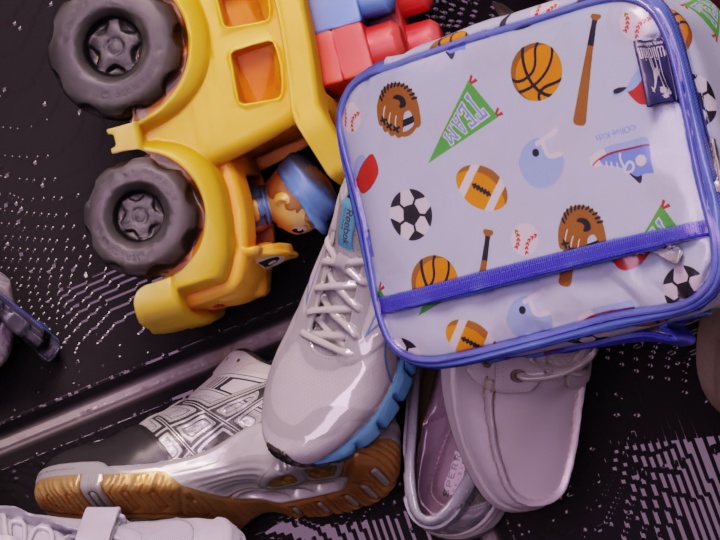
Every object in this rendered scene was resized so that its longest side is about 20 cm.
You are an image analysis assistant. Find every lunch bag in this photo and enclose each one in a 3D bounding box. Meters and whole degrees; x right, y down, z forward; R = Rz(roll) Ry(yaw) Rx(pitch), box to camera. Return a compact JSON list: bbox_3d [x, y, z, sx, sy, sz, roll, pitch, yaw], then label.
[{"bbox_3d":[0.090,-0.037,1.218,0.199,0.075,0.161,-13,85,35],"label":"lunch bag"}]

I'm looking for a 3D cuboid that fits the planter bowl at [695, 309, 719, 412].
[{"bbox_3d":[0.246,0.041,1.276,0.134,0.200,0.201,31,88,43],"label":"planter bowl"}]

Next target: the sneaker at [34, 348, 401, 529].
[{"bbox_3d":[-0.073,0.088,1.404,0.199,0.076,0.088,-9,57,13],"label":"sneaker"}]

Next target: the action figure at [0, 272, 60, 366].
[{"bbox_3d":[-0.259,0.017,1.394,0.200,0.194,0.105,42,99,-12],"label":"action figure"}]

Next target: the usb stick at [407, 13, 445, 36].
[{"bbox_3d":[-0.001,-0.135,1.436,0.055,0.033,0.200,-44,74,5],"label":"usb stick"}]

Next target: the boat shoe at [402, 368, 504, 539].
[{"bbox_3d":[0.061,0.036,1.373,0.074,0.065,0.203,13,83,15],"label":"boat shoe"}]

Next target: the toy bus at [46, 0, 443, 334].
[{"bbox_3d":[-0.048,-0.081,1.381,0.191,0.136,0.201,-11,86,8],"label":"toy bus"}]

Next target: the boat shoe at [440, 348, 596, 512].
[{"bbox_3d":[0.084,0.026,1.304,0.070,0.069,0.201,-12,105,-28],"label":"boat shoe"}]

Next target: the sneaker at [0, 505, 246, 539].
[{"bbox_3d":[-0.162,0.149,1.359,0.199,0.115,0.075,-18,43,27],"label":"sneaker"}]

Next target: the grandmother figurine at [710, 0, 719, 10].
[{"bbox_3d":[0.153,-0.122,1.260,0.060,0.121,0.201,-10,64,-21],"label":"grandmother figurine"}]

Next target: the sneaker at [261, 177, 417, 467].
[{"bbox_3d":[0.000,0.000,1.325,0.075,0.087,0.201,22,78,33],"label":"sneaker"}]

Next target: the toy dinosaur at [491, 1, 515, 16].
[{"bbox_3d":[0.151,-0.077,1.378,0.102,0.077,0.200,-41,61,-15],"label":"toy dinosaur"}]
